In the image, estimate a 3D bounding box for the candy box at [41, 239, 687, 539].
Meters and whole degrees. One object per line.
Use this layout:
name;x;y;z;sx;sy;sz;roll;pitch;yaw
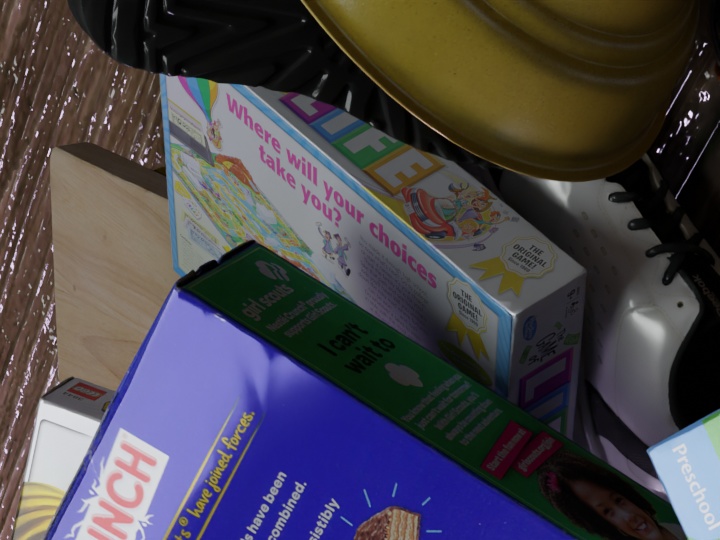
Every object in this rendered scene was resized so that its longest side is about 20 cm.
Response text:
candy box;-0.003;0.116;0.907;0.199;0.077;0.170;32;109;9

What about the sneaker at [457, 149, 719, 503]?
sneaker;0.095;-0.010;0.965;0.080;0.073;0.201;-16;96;53

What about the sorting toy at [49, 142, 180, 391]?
sorting toy;-0.055;0.058;1.205;0.200;0.069;0.200;24;120;50

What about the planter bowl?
planter bowl;0.052;-0.133;0.819;0.083;0.200;0.201;-34;71;37

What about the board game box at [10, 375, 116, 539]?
board game box;-0.033;0.130;0.982;0.199;0.035;0.127;19;109;15

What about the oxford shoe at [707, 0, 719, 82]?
oxford shoe;0.137;-0.057;0.873;0.071;0.073;0.201;28;123;49

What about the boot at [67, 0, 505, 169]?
boot;-0.023;-0.107;0.930;0.080;0.210;0.158;-70;26;12

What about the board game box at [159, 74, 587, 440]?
board game box;0.000;0.000;0.992;0.200;0.034;0.135;42;148;33

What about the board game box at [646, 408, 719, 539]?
board game box;0.198;0.073;0.779;0.199;0.037;0.152;-32;72;24
